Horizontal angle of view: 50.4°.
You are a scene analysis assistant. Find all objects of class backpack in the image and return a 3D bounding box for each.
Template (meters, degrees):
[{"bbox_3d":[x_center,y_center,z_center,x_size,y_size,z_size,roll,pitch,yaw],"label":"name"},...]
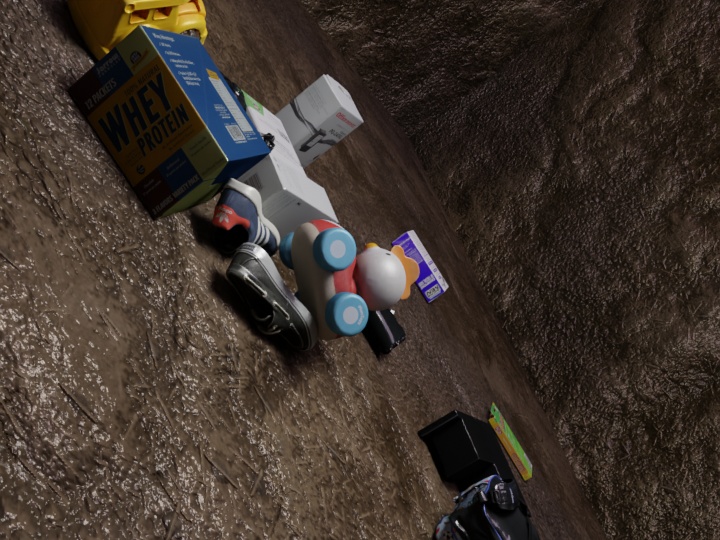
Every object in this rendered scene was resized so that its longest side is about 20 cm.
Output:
[{"bbox_3d":[0.220,0.441,1.265,0.204,0.152,0.190,64,23,3],"label":"backpack"}]

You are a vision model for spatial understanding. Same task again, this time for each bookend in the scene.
[{"bbox_3d":[0.223,0.395,1.482,0.198,0.091,0.203,32,31,-56],"label":"bookend"}]

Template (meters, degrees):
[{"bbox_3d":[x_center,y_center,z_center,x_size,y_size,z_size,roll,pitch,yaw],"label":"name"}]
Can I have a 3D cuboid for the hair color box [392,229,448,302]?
[{"bbox_3d":[0.174,-0.014,2.217,0.202,0.064,0.109,57,14,3],"label":"hair color box"}]

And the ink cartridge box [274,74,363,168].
[{"bbox_3d":[-0.107,-0.305,1.622,0.085,0.198,0.145,58,15,12],"label":"ink cartridge box"}]

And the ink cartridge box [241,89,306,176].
[{"bbox_3d":[-0.179,-0.210,1.422,0.145,0.083,0.203,29,32,-60],"label":"ink cartridge box"}]

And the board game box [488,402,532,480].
[{"bbox_3d":[0.399,0.457,2.058,0.203,0.030,0.095,61,14,3],"label":"board game box"}]

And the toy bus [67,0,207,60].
[{"bbox_3d":[-0.302,-0.414,1.119,0.198,0.192,0.138,-26,80,-42],"label":"toy bus"}]

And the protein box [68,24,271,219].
[{"bbox_3d":[-0.254,-0.206,1.066,0.202,0.133,0.199,56,15,-4],"label":"protein box"}]

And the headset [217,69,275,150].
[{"bbox_3d":[-0.223,-0.246,1.217,0.197,0.125,0.095,28,22,-17],"label":"headset"}]

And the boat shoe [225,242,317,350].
[{"bbox_3d":[-0.130,0.055,1.097,0.202,0.069,0.064,58,44,-33],"label":"boat shoe"}]

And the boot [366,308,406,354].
[{"bbox_3d":[0.019,0.088,1.497,0.165,0.072,0.198,60,14,-2],"label":"boot"}]

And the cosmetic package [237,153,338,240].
[{"bbox_3d":[-0.134,-0.111,1.315,0.199,0.112,0.082,26,34,-60],"label":"cosmetic package"}]

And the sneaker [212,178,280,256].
[{"bbox_3d":[-0.179,-0.054,1.155,0.073,0.086,0.201,21,-20,18],"label":"sneaker"}]

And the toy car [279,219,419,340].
[{"bbox_3d":[0.000,0.000,1.184,0.183,0.195,0.182,1,-77,64],"label":"toy car"}]
